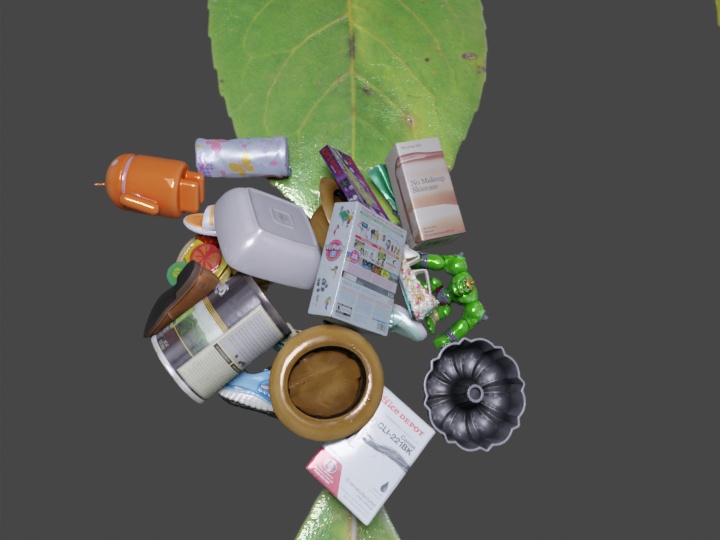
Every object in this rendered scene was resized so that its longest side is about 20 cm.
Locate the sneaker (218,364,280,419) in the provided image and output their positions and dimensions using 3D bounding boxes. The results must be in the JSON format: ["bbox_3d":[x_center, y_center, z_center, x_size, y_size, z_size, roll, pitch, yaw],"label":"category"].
[{"bbox_3d":[-0.156,0.218,1.028,0.197,0.079,0.091,17,67,0],"label":"sneaker"}]

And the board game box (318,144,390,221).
[{"bbox_3d":[-0.003,-0.160,1.151,0.032,0.120,0.202,-34,76,14],"label":"board game box"}]

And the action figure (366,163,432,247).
[{"bbox_3d":[0.105,-0.139,1.186,0.117,0.055,0.202,-25,82,-15],"label":"action figure"}]

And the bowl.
[{"bbox_3d":[-0.160,-0.071,1.028,0.198,0.075,0.201,18,32,-36],"label":"bowl"}]

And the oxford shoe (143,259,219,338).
[{"bbox_3d":[-0.333,0.068,1.034,0.071,0.199,0.072,31,31,-34],"label":"oxford shoe"}]

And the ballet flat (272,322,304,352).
[{"bbox_3d":[-0.076,0.165,1.061,0.198,0.068,0.063,33,61,6],"label":"ballet flat"}]

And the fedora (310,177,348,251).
[{"bbox_3d":[-0.042,-0.088,1.116,0.081,0.200,0.203,-34,75,22],"label":"fedora"}]

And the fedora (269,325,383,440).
[{"bbox_3d":[-0.061,0.193,0.966,0.197,0.082,0.204,4,75,-14],"label":"fedora"}]

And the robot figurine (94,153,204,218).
[{"bbox_3d":[-0.413,-0.167,1.111,0.196,0.117,0.146,8,70,-3],"label":"robot figurine"}]

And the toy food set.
[{"bbox_3d":[-0.269,0.005,1.103,0.198,0.049,0.199,31,71,5],"label":"toy food set"}]

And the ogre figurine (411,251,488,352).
[{"bbox_3d":[0.173,0.046,1.113,0.118,0.098,0.202,-21,58,6],"label":"ogre figurine"}]

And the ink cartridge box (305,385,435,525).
[{"bbox_3d":[0.018,0.321,1.005,0.144,0.084,0.200,39,72,9],"label":"ink cartridge box"}]

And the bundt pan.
[{"bbox_3d":[0.202,0.230,1.049,0.198,0.076,0.206,2,79,-11],"label":"bundt pan"}]

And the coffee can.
[{"bbox_3d":[-0.241,0.113,0.990,0.199,0.147,0.147,-38,78,-10],"label":"coffee can"}]

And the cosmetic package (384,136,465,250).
[{"bbox_3d":[0.127,-0.151,1.121,0.102,0.087,0.203,-13,80,-15],"label":"cosmetic package"}]

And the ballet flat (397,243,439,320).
[{"bbox_3d":[0.094,0.003,1.077,0.063,0.076,0.202,-22,63,2],"label":"ballet flat"}]

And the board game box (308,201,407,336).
[{"bbox_3d":[0.000,0.000,0.997,0.147,0.064,0.203,25,73,-44],"label":"board game box"}]

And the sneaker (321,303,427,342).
[{"bbox_3d":[0.022,0.113,1.080,0.198,0.074,0.119,28,65,14],"label":"sneaker"}]

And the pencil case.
[{"bbox_3d":[-0.244,-0.237,1.168,0.196,0.084,0.091,-4,37,-7],"label":"pencil case"}]

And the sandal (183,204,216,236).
[{"bbox_3d":[-0.242,-0.102,1.108,0.203,0.060,0.080,8,27,-10],"label":"sandal"}]
